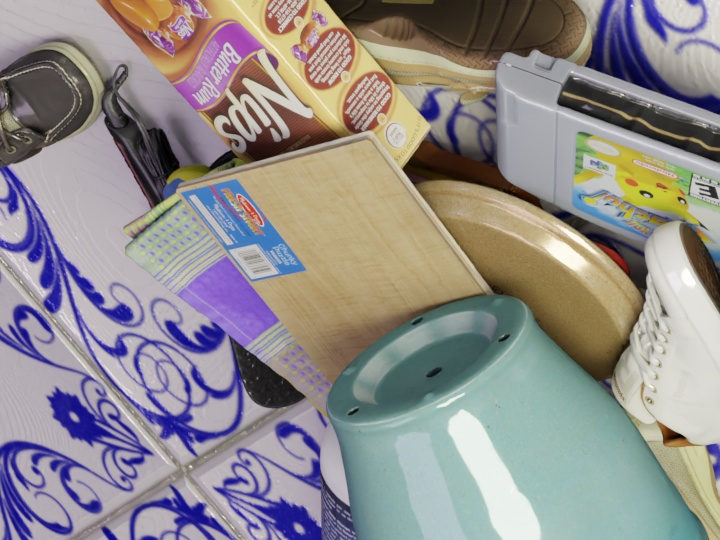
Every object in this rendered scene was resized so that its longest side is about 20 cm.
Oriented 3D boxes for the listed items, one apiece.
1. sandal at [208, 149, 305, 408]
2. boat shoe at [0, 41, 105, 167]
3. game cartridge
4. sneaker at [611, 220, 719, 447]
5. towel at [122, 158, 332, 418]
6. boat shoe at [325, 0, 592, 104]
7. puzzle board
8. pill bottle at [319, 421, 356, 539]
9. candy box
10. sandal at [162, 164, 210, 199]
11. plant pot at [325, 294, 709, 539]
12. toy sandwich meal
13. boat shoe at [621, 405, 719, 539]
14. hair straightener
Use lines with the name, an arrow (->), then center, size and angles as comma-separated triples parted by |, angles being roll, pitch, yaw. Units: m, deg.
sandal -> -0.078, 0.004, 1.674 | 0.045, 0.075, 0.200 | -116, 13, -63
boat shoe -> -0.259, -0.110, 1.750 | 0.201, 0.066, 0.072 | -19, 109, 52
game cartridge -> 0.169, -0.054, 1.328 | 0.200, 0.041, 0.133 | 21, 164, 13
sneaker -> 0.180, 0.049, 1.364 | 0.085, 0.073, 0.200 | -18, 141, 10
towel -> -0.044, 0.016, 1.519 | 0.200, 0.023, 0.144 | 41, 137, -19
boat shoe -> 0.063, -0.133, 1.406 | 0.200, 0.072, 0.076 | 16, 150, 44
puzzle board -> 0.000, 0.000, 1.447 | 0.151, 0.017, 0.200 | -12, 129, 36
pill bottle -> 0.027, 0.154, 1.672 | 0.111, 0.111, 0.200 | 27, 141, 25
candy box -> -0.063, -0.131, 1.424 | 0.200, 0.056, 0.117 | 47, 150, -20
sandal -> -0.054, 0.004, 1.594 | 0.200, 0.079, 0.087 | 37, 101, 0
plant pot -> 0.077, 0.125, 1.403 | 0.200, 0.200, 0.188 | -6, 119, 49
toy sandwich meal -> 0.102, -0.008, 1.462 | 0.205, 0.070, 0.205 | 26, 154, 14
boat shoe -> 0.207, 0.172, 1.535 | 0.073, 0.063, 0.201 | 15, 134, 54
hair straightener -> -0.128, -0.056, 1.692 | 0.077, 0.041, 0.200 | 10, 126, 59
